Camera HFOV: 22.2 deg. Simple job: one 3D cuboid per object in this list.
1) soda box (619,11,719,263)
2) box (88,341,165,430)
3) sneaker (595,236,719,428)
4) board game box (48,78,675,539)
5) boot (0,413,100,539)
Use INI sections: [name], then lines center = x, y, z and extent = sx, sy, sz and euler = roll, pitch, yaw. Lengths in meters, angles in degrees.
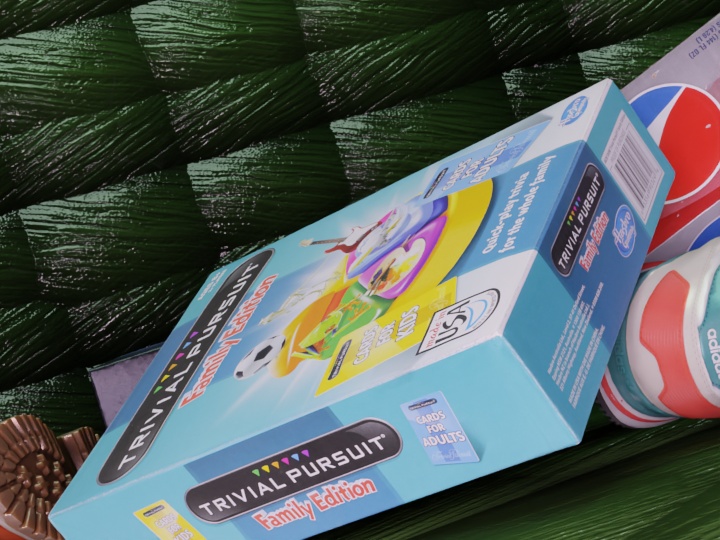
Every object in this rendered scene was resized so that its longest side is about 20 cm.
[soda box]
center = 0.103, -0.016, 0.725
extent = 0.200, 0.070, 0.063
euler = -38, -32, 11
[box]
center = -0.249, 0.155, 2.416
extent = 0.197, 0.124, 0.200
euler = -19, -2, -9
[sneaker]
center = 0.174, 0.004, 0.630
extent = 0.199, 0.071, 0.093
euler = -20, 7, -31
[board game box]
center = 0.001, 0.025, 0.640
extent = 0.199, 0.047, 0.151
euler = -24, 22, 34
[boot]
center = -0.204, 0.134, 1.025
extent = 0.107, 0.075, 0.200
euler = -21, -10, 2
